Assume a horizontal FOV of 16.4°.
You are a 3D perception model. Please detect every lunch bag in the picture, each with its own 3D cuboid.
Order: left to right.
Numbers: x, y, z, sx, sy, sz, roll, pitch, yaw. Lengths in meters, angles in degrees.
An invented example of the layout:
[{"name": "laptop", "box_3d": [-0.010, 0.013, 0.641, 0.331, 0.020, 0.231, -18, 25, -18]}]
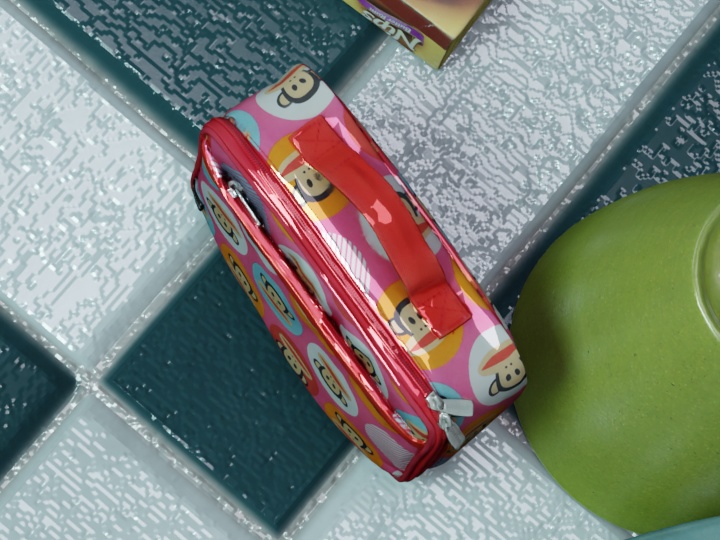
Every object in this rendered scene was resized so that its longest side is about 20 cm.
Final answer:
[{"name": "lunch bag", "box_3d": [0.000, 0.000, 1.225, 0.082, 0.176, 0.200, -34, 83, -15]}]

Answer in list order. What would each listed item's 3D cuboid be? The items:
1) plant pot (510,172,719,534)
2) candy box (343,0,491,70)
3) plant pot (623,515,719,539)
[{"name": "plant pot", "box_3d": [0.183, 0.026, 1.232, 0.186, 0.200, 0.188, 2, 76, -8]}, {"name": "candy box", "box_3d": [0.057, -0.223, 1.351, 0.116, 0.056, 0.200, 36, 73, 2]}, {"name": "plant pot", "box_3d": [0.131, 0.201, 1.219, 0.199, 0.141, 0.142, -23, 81, -20]}]
